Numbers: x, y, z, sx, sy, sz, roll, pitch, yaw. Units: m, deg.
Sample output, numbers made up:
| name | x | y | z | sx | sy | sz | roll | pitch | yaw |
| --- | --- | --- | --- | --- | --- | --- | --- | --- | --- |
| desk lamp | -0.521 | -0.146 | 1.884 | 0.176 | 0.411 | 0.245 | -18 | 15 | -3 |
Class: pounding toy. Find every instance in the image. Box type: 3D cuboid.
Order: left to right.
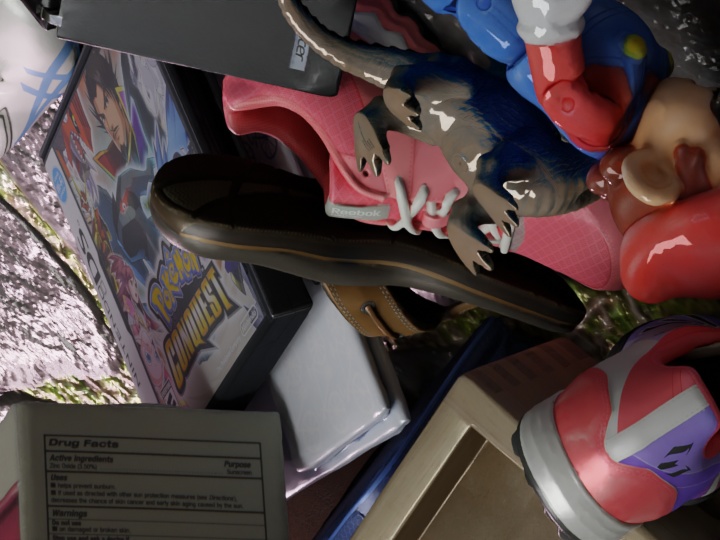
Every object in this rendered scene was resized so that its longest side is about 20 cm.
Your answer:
| name | x | y | z | sx | sy | sz | roll | pitch | yaw |
| --- | --- | --- | --- | --- | --- | --- | --- | --- | --- |
| pounding toy | 0.097 | 0.162 | 1.210 | 0.200 | 0.142 | 0.184 | 40 | 114 | 17 |

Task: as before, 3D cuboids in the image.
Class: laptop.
| name | x | y | z | sx | sy | sz | roll | pitch | yaw |
| --- | --- | --- | --- | --- | --- | --- | --- | --- | --- |
| laptop | -0.085 | -0.189 | 1.200 | 0.200 | 0.103 | 0.178 | 50 | 139 | 40 |

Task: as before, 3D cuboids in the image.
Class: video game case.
| name | x | y | z | sx | sy | sz | roll | pitch | yaw |
| --- | --- | --- | --- | --- | --- | --- | --- | --- | --- |
| video game case | -0.090 | -0.022 | 1.385 | 0.181 | 0.025 | 0.200 | 67 | 156 | 16 |

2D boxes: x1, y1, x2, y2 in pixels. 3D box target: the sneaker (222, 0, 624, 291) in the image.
| name | x | y | z | sx | sy | sz | roll | pitch | yaw |
| --- | --- | --- | --- | --- | --- | --- | --- | --- | --- |
| sneaker | 0.028 | -0.039 | 1.239 | 0.200 | 0.087 | 0.074 | 34 | 151 | 14 |

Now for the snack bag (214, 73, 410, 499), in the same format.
| name | x | y | z | sx | sy | sz | roll | pitch | yaw |
| --- | --- | --- | --- | --- | --- | --- | --- | --- | --- |
| snack bag | -0.054 | 0.012 | 1.388 | 0.200 | 0.021 | 0.189 | -39 | 70 | 59 |

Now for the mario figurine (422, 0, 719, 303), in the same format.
| name | x | y | z | sx | sy | sz | roll | pitch | yaw |
| --- | --- | --- | --- | --- | --- | --- | --- | --- | --- |
| mario figurine | 0.106 | -0.076 | 1.094 | 0.200 | 0.123 | 0.106 | 47 | 137 | 18 |

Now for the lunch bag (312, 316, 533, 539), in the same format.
| name | x | y | z | sx | sy | sz | roll | pitch | yaw |
| --- | --- | --- | --- | --- | --- | --- | --- | --- | --- |
| lunch bag | 0.053 | 0.135 | 1.374 | 0.132 | 0.136 | 0.200 | 37 | 146 | 1 |

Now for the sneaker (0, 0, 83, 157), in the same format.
| name | x | y | z | sx | sy | sz | roll | pitch | yaw |
| --- | --- | --- | --- | --- | --- | --- | --- | --- | --- |
| sneaker | -0.189 | -0.090 | 1.456 | 0.072 | 0.072 | 0.200 | 45 | 150 | -1 |

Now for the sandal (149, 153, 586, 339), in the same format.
| name | x | y | z | sx | sy | sz | roll | pitch | yaw |
| --- | --- | --- | --- | --- | --- | --- | --- | --- | --- |
| sandal | 0.000 | 0.000 | 1.264 | 0.055 | 0.199 | 0.082 | -68 | 30 | 24 |

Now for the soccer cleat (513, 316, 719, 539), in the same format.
| name | x | y | z | sx | sy | sz | roll | pitch | yaw |
| --- | --- | --- | --- | --- | --- | --- | --- | --- | --- |
| soccer cleat | 0.122 | 0.048 | 1.091 | 0.073 | 0.200 | 0.068 | -31 | 85 | 24 |

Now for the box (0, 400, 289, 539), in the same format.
| name | x | y | z | sx | sy | sz | roll | pitch | yaw |
| --- | --- | --- | --- | --- | --- | --- | --- | --- | --- |
| box | -0.104 | 0.171 | 1.350 | 0.127 | 0.201 | 0.109 | 4 | 156 | -19 |

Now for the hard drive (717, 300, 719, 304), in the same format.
| name | x | y | z | sx | sy | sz | roll | pitch | yaw |
| --- | --- | --- | --- | --- | --- | --- | --- | --- | --- |
| hard drive | 0.231 | 0.023 | 1.124 | 0.140 | 0.038 | 0.200 | 51 | 151 | -15 |

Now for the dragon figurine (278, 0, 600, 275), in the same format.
| name | x | y | z | sx | sy | sz | roll | pitch | yaw |
| --- | --- | --- | --- | --- | --- | --- | --- | --- | --- |
| dragon figurine | 0.052 | -0.067 | 1.174 | 0.200 | 0.099 | 0.059 | 43 | 145 | 12 |

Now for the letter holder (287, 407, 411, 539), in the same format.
| name | x | y | z | sx | sy | sz | roll | pitch | yaw |
| --- | --- | --- | --- | --- | --- | --- | --- | --- | --- |
| letter holder | 0.027 | 0.159 | 1.515 | 0.200 | 0.142 | 0.101 | 44 | -177 | 0 |
